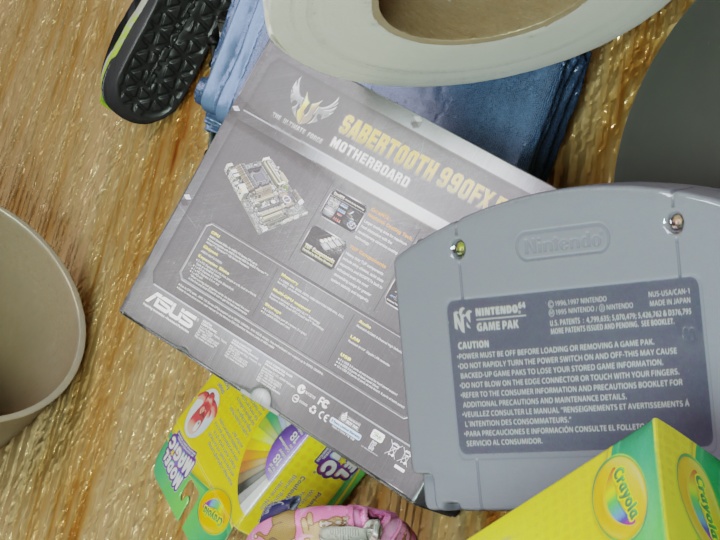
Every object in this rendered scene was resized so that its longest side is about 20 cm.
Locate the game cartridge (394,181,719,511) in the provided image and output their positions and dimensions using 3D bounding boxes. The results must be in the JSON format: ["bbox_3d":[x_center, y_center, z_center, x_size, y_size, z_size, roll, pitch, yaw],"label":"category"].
[{"bbox_3d":[0.097,0.032,0.907,0.200,0.041,0.133,-6,92,46],"label":"game cartridge"}]

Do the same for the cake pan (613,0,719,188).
[{"bbox_3d":[0.176,-0.055,0.921,0.200,0.037,0.201,-37,42,42],"label":"cake pan"}]

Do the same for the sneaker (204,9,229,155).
[{"bbox_3d":[-0.060,-0.099,1.296,0.071,0.098,0.201,20,80,59],"label":"sneaker"}]

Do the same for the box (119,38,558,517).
[{"bbox_3d":[0.000,0.000,1.052,0.200,0.048,0.159,30,91,31],"label":"box"}]

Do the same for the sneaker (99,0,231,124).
[{"bbox_3d":[-0.123,-0.193,1.512,0.200,0.072,0.083,-52,28,9],"label":"sneaker"}]

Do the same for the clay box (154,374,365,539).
[{"bbox_3d":[-0.022,0.058,1.131,0.200,0.048,0.115,-53,31,9],"label":"clay box"}]

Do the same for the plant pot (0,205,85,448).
[{"bbox_3d":[-0.305,0.073,1.444,0.200,0.187,0.188,-50,26,42],"label":"plant pot"}]

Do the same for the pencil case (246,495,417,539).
[{"bbox_3d":[-0.015,0.194,0.954,0.083,0.087,0.200,-10,46,12],"label":"pencil case"}]

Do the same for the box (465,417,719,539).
[{"bbox_3d":[0.070,0.139,0.780,0.200,0.048,0.118,-36,35,31],"label":"box"}]

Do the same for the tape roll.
[{"bbox_3d":[0.046,-0.188,1.000,0.203,0.202,0.139,-29,63,40],"label":"tape roll"}]

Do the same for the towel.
[{"bbox_3d":[0.016,-0.099,1.129,0.200,0.049,0.112,19,84,29],"label":"towel"}]
